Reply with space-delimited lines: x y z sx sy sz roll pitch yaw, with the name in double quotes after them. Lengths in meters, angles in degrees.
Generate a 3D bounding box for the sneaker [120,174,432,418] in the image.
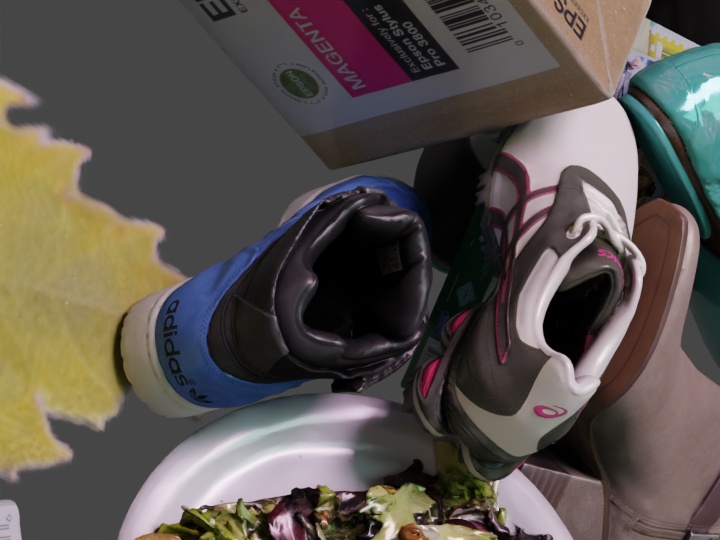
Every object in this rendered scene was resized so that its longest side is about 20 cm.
0.000 0.001 0.935 0.200 0.111 0.077 -26 99 -51 "sneaker"

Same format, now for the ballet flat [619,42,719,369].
0.179 -0.028 1.044 0.067 0.070 0.200 53 -8 46 "ballet flat"

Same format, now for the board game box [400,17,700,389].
0.108 -0.021 1.059 0.135 0.029 0.200 17 98 -46 "board game box"

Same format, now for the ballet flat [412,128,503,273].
0.084 -0.077 1.095 0.068 0.068 0.200 39 45 -5 "ballet flat"

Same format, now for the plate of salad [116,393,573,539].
0.002 0.128 0.873 0.200 0.048 0.200 8 52 -10 "plate of salad"

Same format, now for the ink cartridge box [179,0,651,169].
0.000 -0.144 0.938 0.200 0.165 0.075 47 49 -30 "ink cartridge box"

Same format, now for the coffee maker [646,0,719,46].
0.194 -0.100 1.183 0.192 0.135 0.200 1 79 -53 "coffee maker"

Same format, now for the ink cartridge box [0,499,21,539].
-0.158 0.179 0.710 0.174 0.044 0.200 5 75 -64 "ink cartridge box"

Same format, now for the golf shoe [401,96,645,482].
0.090 -0.004 0.929 0.077 0.088 0.200 35 54 -21 "golf shoe"

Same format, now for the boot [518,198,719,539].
0.143 0.067 1.054 0.146 0.200 0.070 15 27 -36 "boot"
